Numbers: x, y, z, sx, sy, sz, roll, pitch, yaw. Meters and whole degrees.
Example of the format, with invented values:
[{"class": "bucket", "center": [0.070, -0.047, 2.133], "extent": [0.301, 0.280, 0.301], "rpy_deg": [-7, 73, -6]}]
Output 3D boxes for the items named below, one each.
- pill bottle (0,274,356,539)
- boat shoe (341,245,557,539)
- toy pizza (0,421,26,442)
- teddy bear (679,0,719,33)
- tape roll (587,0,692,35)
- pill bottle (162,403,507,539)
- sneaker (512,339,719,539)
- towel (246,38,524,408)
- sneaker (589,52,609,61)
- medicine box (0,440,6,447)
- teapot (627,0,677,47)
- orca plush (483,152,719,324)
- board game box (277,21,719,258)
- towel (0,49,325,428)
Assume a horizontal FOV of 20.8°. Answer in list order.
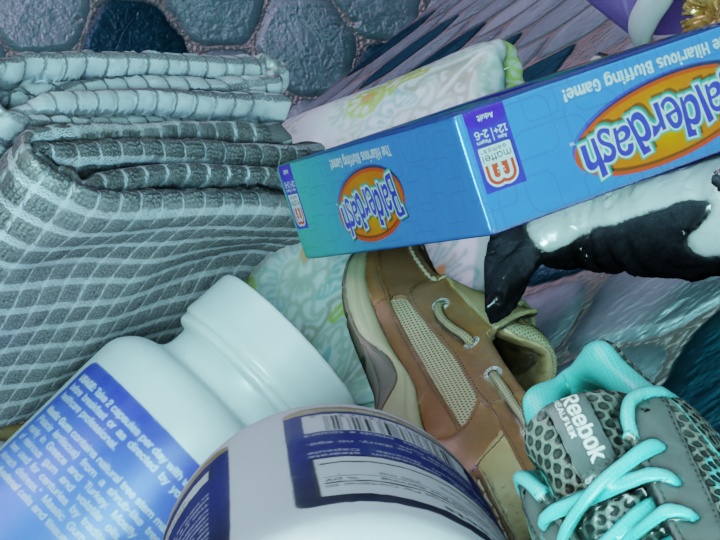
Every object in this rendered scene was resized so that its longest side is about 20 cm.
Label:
[{"class": "pill bottle", "center": [-0.098, 0.100, 0.818], "extent": [0.200, 0.112, 0.112], "rpy_deg": [-44, 10, -10]}, {"class": "boat shoe", "center": [0.042, 0.046, 0.764], "extent": [0.073, 0.076, 0.200], "rpy_deg": [-22, 32, 6]}, {"class": "toy pizza", "center": [-0.149, -0.004, 0.967], "extent": [0.200, 0.201, 0.032], "rpy_deg": [-41, 20, -23]}, {"class": "teddy bear", "center": [0.174, -0.078, 0.791], "extent": [0.146, 0.067, 0.200], "rpy_deg": [-60, 24, 11]}, {"class": "tape roll", "center": [0.209, -0.216, 1.104], "extent": [0.200, 0.200, 0.066], "rpy_deg": [-38, 47, -5]}, {"class": "pill bottle", "center": [-0.003, 0.109, 0.534], "extent": [0.111, 0.111, 0.200], "rpy_deg": [-36, 9, 1]}, {"class": "sneaker", "center": [0.071, 0.075, 0.487], "extent": [0.077, 0.091, 0.200], "rpy_deg": [-36, 9, 7]}, {"class": "towel", "center": [0.000, 0.000, 0.924], "extent": [0.170, 0.048, 0.201], "rpy_deg": [-17, 54, 30]}, {"class": "sneaker", "center": [0.152, -0.054, 0.971], "extent": [0.080, 0.073, 0.200], "rpy_deg": [-65, 13, 5]}, {"class": "medicine box", "center": [-0.242, 0.155, 0.938], "extent": [0.182, 0.104, 0.199], "rpy_deg": [-30, -32, 35]}, {"class": "teapot", "center": [0.248, -0.189, 0.987], "extent": [0.146, 0.199, 0.199], "rpy_deg": [26, -99, -60]}, {"class": "orca plush", "center": [0.139, -0.007, 0.684], "extent": [0.199, 0.072, 0.105], "rpy_deg": [-18, 4, 16]}, {"class": "board game box", "center": [0.069, -0.051, 0.753], "extent": [0.151, 0.045, 0.200], "rpy_deg": [-20, 5, -18]}, {"class": "towel", "center": [-0.117, -0.008, 0.848], "extent": [0.199, 0.086, 0.166], "rpy_deg": [-6, -37, -51]}]
